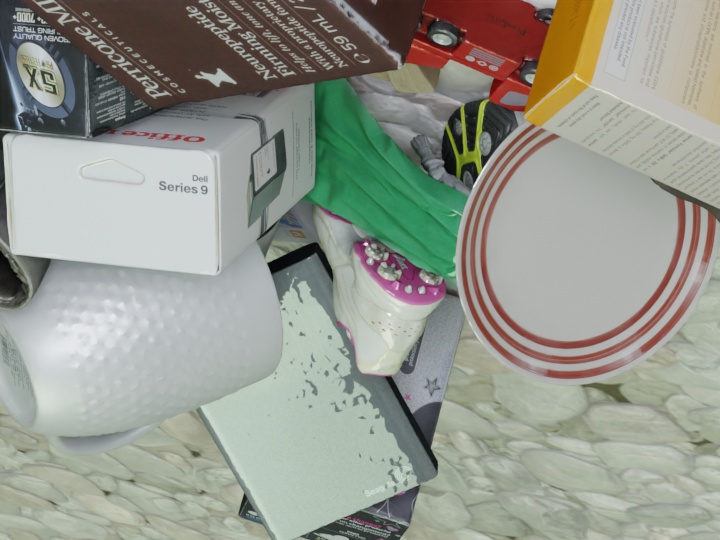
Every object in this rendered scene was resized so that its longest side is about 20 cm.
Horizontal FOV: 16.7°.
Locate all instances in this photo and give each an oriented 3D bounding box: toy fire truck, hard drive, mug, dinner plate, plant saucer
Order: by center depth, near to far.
[{"bbox_3d":[0.030,-0.147,1.570,0.200,0.049,0.141,22,156,-12],"label":"toy fire truck"},{"bbox_3d":[0.148,-0.022,1.610,0.200,0.200,0.024,31,-179,-29],"label":"dinner plate"},{"bbox_3d":[-0.167,0.054,1.692,0.148,0.175,0.200,50,149,31],"label":"mug"},{"bbox_3d":[0.154,-0.007,1.704,0.200,0.039,0.201,-8,155,-4],"label":"plant saucer"},{"bbox_3d":[-0.047,0.094,1.815,0.139,0.033,0.200,-24,109,13],"label":"hard drive"}]

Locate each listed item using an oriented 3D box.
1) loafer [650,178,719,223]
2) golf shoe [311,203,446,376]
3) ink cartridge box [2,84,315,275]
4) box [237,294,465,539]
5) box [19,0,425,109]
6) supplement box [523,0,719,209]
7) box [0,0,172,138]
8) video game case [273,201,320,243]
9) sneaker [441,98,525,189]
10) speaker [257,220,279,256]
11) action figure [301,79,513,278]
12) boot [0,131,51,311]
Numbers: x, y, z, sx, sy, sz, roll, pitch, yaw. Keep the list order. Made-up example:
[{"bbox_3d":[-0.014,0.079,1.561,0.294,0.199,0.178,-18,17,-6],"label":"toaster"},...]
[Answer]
[{"bbox_3d":[0.243,-0.076,1.574,0.071,0.073,0.200,-18,144,36],"label":"loafer"},{"bbox_3d":[0.000,0.000,1.744,0.075,0.200,0.092,9,116,-17],"label":"golf shoe"},{"bbox_3d":[-0.127,-0.070,1.585,0.146,0.200,0.084,5,109,16],"label":"ink cartridge box"},{"bbox_3d":[-0.004,0.110,1.952,0.132,0.200,0.115,18,157,-3],"label":"box"},{"bbox_3d":[-0.074,-0.209,1.363,0.200,0.165,0.166,-6,147,41],"label":"box"},{"bbox_3d":[0.209,-0.113,1.434,0.200,0.126,0.074,24,154,-13],"label":"supplement box"},{"bbox_3d":[-0.196,-0.148,1.538,0.163,0.086,0.200,6,-164,21],"label":"box"},{"bbox_3d":[-0.142,-0.081,1.853,0.182,0.022,0.200,4,153,26],"label":"video game case"},{"bbox_3d":[0.098,-0.063,1.701,0.076,0.076,0.200,-8,158,-14],"label":"sneaker"},{"bbox_3d":[-0.110,-0.018,1.845,0.081,0.081,0.200,18,156,-3],"label":"speaker"},{"bbox_3d":[0.025,-0.055,1.654,0.200,0.055,0.118,37,132,28],"label":"action figure"},{"bbox_3d":[-0.259,-0.075,1.624,0.182,0.200,0.073,36,126,-3],"label":"boot"}]
